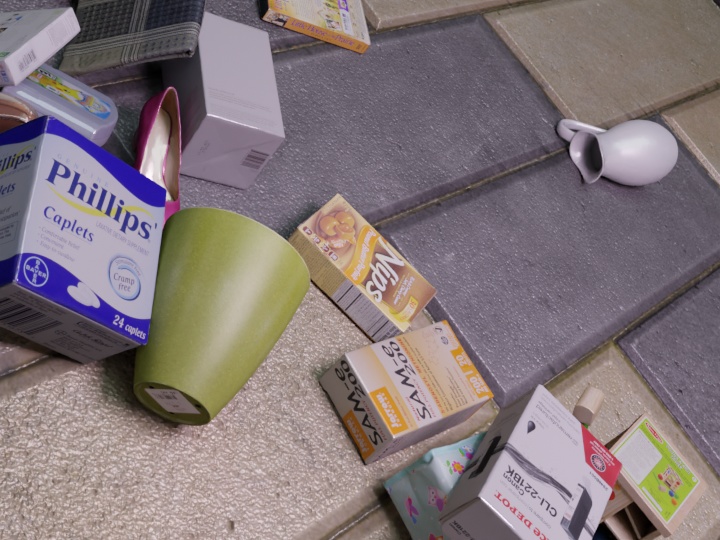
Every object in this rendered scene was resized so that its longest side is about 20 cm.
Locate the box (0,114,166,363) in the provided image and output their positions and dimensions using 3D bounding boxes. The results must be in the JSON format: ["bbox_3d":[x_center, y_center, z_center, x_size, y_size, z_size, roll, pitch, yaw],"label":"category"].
[{"bbox_3d":[-0.316,-0.030,1.154,0.184,0.104,0.202,34,48,-47],"label":"box"}]

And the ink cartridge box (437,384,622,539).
[{"bbox_3d":[0.197,0.254,1.228,0.144,0.084,0.200,43,45,-3],"label":"ink cartridge box"}]

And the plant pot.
[{"bbox_3d":[-0.177,0.065,1.220,0.186,0.187,0.201,30,57,-14],"label":"plant pot"}]

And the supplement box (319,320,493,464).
[{"bbox_3d":[0.062,0.152,1.391,0.199,0.074,0.127,-15,66,-44],"label":"supplement box"}]

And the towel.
[{"bbox_3d":[-0.302,-0.337,1.462,0.198,0.035,0.194,-7,52,12],"label":"towel"}]

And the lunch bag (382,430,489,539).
[{"bbox_3d":[0.154,0.289,1.315,0.199,0.122,0.171,-7,63,-46],"label":"lunch bag"}]

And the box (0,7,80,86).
[{"bbox_3d":[-0.450,-0.260,1.267,0.198,0.037,0.145,3,37,22],"label":"box"}]

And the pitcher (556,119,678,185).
[{"bbox_3d":[0.479,-0.234,2.019,0.198,0.122,0.172,-5,44,-27],"label":"pitcher"}]

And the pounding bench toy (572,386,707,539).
[{"bbox_3d":[0.320,0.270,1.433,0.200,0.156,0.124,51,43,9],"label":"pounding bench toy"}]

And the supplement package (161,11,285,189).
[{"bbox_3d":[-0.191,-0.235,1.479,0.119,0.121,0.202,12,51,-31],"label":"supplement package"}]

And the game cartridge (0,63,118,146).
[{"bbox_3d":[-0.362,-0.204,1.315,0.133,0.041,0.200,31,12,-18],"label":"game cartridge"}]

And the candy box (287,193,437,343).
[{"bbox_3d":[0.000,0.000,1.483,0.200,0.055,0.115,44,41,1],"label":"candy box"}]

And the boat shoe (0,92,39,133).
[{"bbox_3d":[-0.454,-0.150,1.198,0.198,0.076,0.072,-4,59,8],"label":"boat shoe"}]

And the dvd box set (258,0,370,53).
[{"bbox_3d":[-0.082,-0.451,1.810,0.198,0.029,0.148,12,51,-32],"label":"dvd box set"}]

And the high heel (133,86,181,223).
[{"bbox_3d":[-0.249,-0.135,1.369,0.067,0.096,0.202,14,49,-29],"label":"high heel"}]
